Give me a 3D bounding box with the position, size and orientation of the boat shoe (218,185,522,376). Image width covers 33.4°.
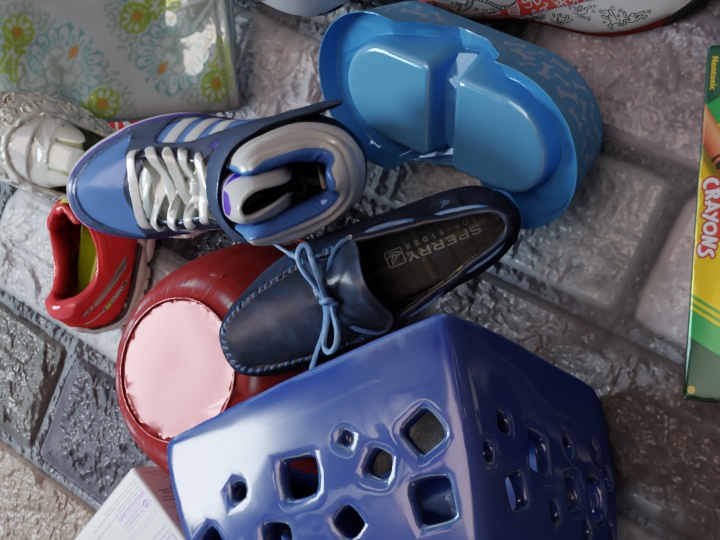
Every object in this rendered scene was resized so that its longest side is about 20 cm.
[{"bbox_3d":[0.000,0.000,0.716,0.200,0.069,0.084,-33,93,5],"label":"boat shoe"}]

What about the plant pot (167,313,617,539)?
[{"bbox_3d":[0.035,0.159,0.663,0.200,0.200,0.180,-28,59,25],"label":"plant pot"}]

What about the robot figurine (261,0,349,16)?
[{"bbox_3d":[-0.011,-0.263,0.798,0.200,0.150,0.125,-46,77,21],"label":"robot figurine"}]

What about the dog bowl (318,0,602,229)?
[{"bbox_3d":[0.063,-0.105,0.756,0.200,0.050,0.112,28,137,29],"label":"dog bowl"}]

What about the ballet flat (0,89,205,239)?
[{"bbox_3d":[-0.183,-0.074,0.839,0.072,0.199,0.072,-40,40,46],"label":"ballet flat"}]

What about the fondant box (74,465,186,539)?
[{"bbox_3d":[-0.132,0.260,0.849,0.144,0.058,0.200,-50,63,16],"label":"fondant box"}]

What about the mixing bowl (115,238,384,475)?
[{"bbox_3d":[-0.094,0.069,0.820,0.200,0.108,0.201,-4,82,31],"label":"mixing bowl"}]

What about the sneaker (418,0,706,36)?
[{"bbox_3d":[0.109,-0.189,0.731,0.201,0.108,0.068,7,88,30],"label":"sneaker"}]

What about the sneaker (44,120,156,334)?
[{"bbox_3d":[-0.194,-0.052,0.904,0.077,0.085,0.201,5,87,30],"label":"sneaker"}]

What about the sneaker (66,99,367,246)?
[{"bbox_3d":[-0.094,-0.055,0.739,0.199,0.146,0.081,-7,101,0],"label":"sneaker"}]

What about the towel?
[{"bbox_3d":[-0.188,-0.191,0.862,0.199,0.048,0.172,-6,97,-10],"label":"towel"}]

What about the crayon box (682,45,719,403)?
[{"bbox_3d":[0.272,-0.021,0.646,0.172,0.058,0.201,3,86,30],"label":"crayon box"}]
